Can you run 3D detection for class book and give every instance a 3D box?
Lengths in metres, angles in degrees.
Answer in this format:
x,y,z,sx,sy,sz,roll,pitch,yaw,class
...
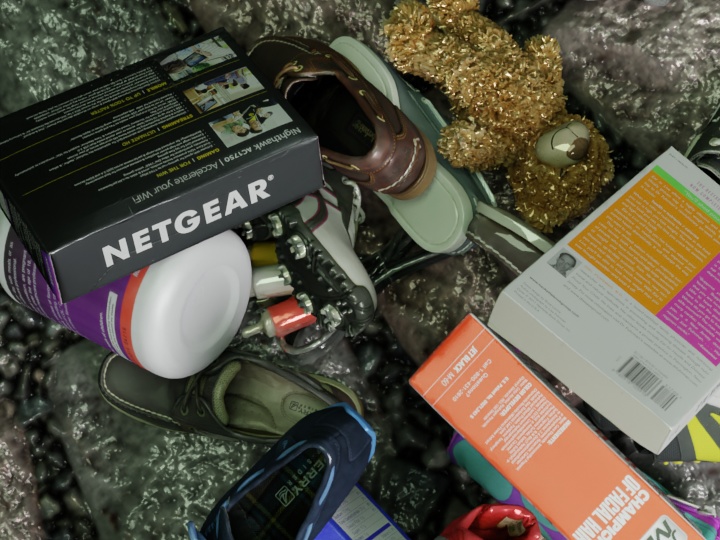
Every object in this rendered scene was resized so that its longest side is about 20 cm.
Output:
x,y,z,sx,sy,sz,roll,pitch,yaw,class
0.191,0.016,1.074,0.133,0.048,0.200,39,47,18,book

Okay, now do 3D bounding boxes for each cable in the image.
x,y,z,sx,sy,sz,roll,pitch,yaw,class
0.000,0.000,1.218,0.198,0.050,0.098,-21,59,6,cable

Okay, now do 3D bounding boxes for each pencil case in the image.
x,y,z,sx,sy,sz,roll,pitch,yaw,class
0.155,0.150,1.167,0.199,0.085,0.093,38,104,10,pencil case

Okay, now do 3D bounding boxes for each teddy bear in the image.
x,y,z,sx,sy,sz,roll,pitch,yaw,class
0.101,-0.125,1.200,0.067,0.144,0.201,-46,63,41,teddy bear

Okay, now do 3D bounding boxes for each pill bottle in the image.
x,y,z,sx,sy,sz,roll,pitch,yaw,class
-0.181,-0.008,1.202,0.199,0.112,0.113,23,85,29,pill bottle

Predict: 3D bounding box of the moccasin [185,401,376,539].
x,y,z,sx,sy,sz,roll,pitch,yaw,class
-0.070,0.163,1.082,0.080,0.068,0.201,37,113,12,moccasin

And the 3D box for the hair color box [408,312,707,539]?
x,y,z,sx,sy,sz,roll,pitch,yaw,class
0.126,0.120,1.075,0.200,0.111,0.064,43,92,11,hair color box

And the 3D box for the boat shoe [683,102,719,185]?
x,y,z,sx,sy,sz,roll,pitch,yaw,class
0.261,-0.067,1.194,0.070,0.064,0.201,32,87,11,boat shoe

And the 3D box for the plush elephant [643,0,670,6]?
x,y,z,sx,sy,sz,roll,pitch,yaw,class
0.138,-0.286,1.210,0.198,0.166,0.155,-11,38,-26,plush elephant

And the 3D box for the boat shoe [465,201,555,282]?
x,y,z,sx,sy,sz,roll,pitch,yaw,class
0.145,0.028,1.167,0.199,0.072,0.060,36,96,-19,boat shoe

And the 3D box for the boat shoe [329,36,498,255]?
x,y,z,sx,sy,sz,roll,pitch,yaw,class
0.034,-0.090,1.226,0.073,0.061,0.201,-53,55,29,boat shoe

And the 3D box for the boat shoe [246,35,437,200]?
x,y,z,sx,sy,sz,roll,pitch,yaw,class
-0.027,-0.119,1.195,0.200,0.070,0.071,36,100,41,boat shoe

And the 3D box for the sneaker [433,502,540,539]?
x,y,z,sx,sy,sz,roll,pitch,yaw,class
0.088,0.189,1.108,0.077,0.200,0.085,45,103,10,sneaker

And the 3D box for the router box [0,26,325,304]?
x,y,z,sx,sy,sz,roll,pitch,yaw,class
-0.145,-0.076,1.147,0.199,0.051,0.149,-25,47,-17,router box

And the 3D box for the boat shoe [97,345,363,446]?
x,y,z,sx,sy,sz,roll,pitch,yaw,class
-0.096,0.085,1.216,0.198,0.065,0.074,8,80,6,boat shoe

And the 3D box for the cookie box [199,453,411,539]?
x,y,z,sx,sy,sz,roll,pitch,yaw,class
-0.033,0.244,1.157,0.200,0.075,0.171,45,110,12,cookie box

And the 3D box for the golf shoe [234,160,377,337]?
x,y,z,sx,sy,sz,roll,pitch,yaw,class
-0.029,-0.035,1.183,0.087,0.078,0.200,-21,44,-19,golf shoe

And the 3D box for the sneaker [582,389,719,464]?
x,y,z,sx,sy,sz,roll,pitch,yaw,class
0.230,0.098,1.148,0.199,0.075,0.085,31,112,-25,sneaker
